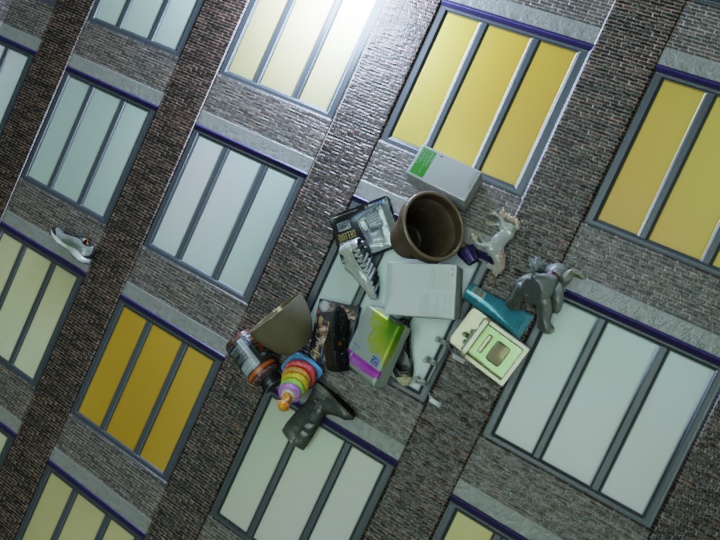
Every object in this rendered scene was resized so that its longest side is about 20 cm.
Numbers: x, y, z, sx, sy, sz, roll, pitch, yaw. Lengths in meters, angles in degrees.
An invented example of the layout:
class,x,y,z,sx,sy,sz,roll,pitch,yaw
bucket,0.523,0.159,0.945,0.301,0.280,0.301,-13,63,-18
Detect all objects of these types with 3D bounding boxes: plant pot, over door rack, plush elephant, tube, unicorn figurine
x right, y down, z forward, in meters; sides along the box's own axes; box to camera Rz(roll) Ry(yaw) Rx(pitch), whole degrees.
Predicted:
class,x,y,z,sx,sy,sz,roll,pitch,yaw
plant pot,0.168,-0.107,1.608,0.199,0.174,0.202,6,77,-24
over door rack,0.209,0.271,1.564,0.066,0.200,0.149,27,94,-9
plush elephant,0.511,0.042,1.522,0.164,0.154,0.202,33,128,51
plant pot,-0.225,0.181,1.725,0.200,0.200,0.135,-36,96,11
tube,0.389,0.109,1.602,0.199,0.050,0.078,33,91,13
unicorn figurine,0.386,-0.080,1.604,0.137,0.074,0.201,39,97,17

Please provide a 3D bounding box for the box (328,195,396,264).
class,x,y,z,sx,sy,sz,roll,pitch,yaw
box,0.017,-0.122,1.737,0.199,0.050,0.159,-18,81,15

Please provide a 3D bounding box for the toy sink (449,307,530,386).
class,x,y,z,sx,sy,sz,roll,pitch,yaw
toy sink,0.355,0.209,1.567,0.200,0.112,0.131,38,96,17

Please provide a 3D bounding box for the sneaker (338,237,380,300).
class,x,y,z,sx,sy,sz,roll,pitch,yaw
sneaker,0.000,0.000,1.698,0.081,0.075,0.201,-16,107,22

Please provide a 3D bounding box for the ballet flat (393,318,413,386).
class,x,y,z,sx,sy,sz,roll,pitch,yaw
ballet flat,0.122,0.243,1.662,0.066,0.057,0.202,-4,84,-1

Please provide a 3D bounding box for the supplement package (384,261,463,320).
class,x,y,z,sx,sy,sz,roll,pitch,yaw
supplement package,0.185,0.060,1.614,0.198,0.151,0.153,3,86,17

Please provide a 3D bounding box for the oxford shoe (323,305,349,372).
class,x,y,z,sx,sy,sz,roll,pitch,yaw
oxford shoe,-0.083,0.206,1.691,0.084,0.072,0.202,-16,63,45

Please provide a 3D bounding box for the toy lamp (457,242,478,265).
class,x,y,z,sx,sy,sz,roll,pitch,yaw
toy lamp,0.281,-0.107,1.649,0.058,0.058,0.201,-34,76,12

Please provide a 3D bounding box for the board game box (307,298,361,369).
class,x,y,z,sx,sy,sz,roll,pitch,yaw
board game box,-0.082,0.199,1.746,0.134,0.035,0.202,11,88,18

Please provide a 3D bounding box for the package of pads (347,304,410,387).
class,x,y,z,sx,sy,sz,roll,pitch,yaw
package of pads,0.045,0.220,1.655,0.154,0.068,0.201,32,101,43

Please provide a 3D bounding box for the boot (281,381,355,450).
class,x,y,z,sx,sy,sz,roll,pitch,yaw
boot,-0.131,0.467,1.718,0.181,0.073,0.201,34,89,31

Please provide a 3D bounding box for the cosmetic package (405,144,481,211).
class,x,y,z,sx,sy,sz,roll,pitch,yaw
cosmetic package,0.248,-0.274,1.655,0.199,0.085,0.108,28,82,19

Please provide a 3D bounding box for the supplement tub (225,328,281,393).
class,x,y,z,sx,sy,sz,roll,pitch,yaw
supplement tub,-0.333,0.291,1.781,0.107,0.107,0.200,-44,75,9

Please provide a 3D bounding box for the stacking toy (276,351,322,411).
class,x,y,z,sx,sy,sz,roll,pitch,yaw
stacking toy,-0.203,0.353,1.674,0.116,0.200,0.110,39,120,-9

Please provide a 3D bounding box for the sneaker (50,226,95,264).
class,x,y,z,sx,sy,sz,roll,pitch,yaw
sneaker,-1.060,-0.105,2.071,0.200,0.074,0.080,35,86,11
